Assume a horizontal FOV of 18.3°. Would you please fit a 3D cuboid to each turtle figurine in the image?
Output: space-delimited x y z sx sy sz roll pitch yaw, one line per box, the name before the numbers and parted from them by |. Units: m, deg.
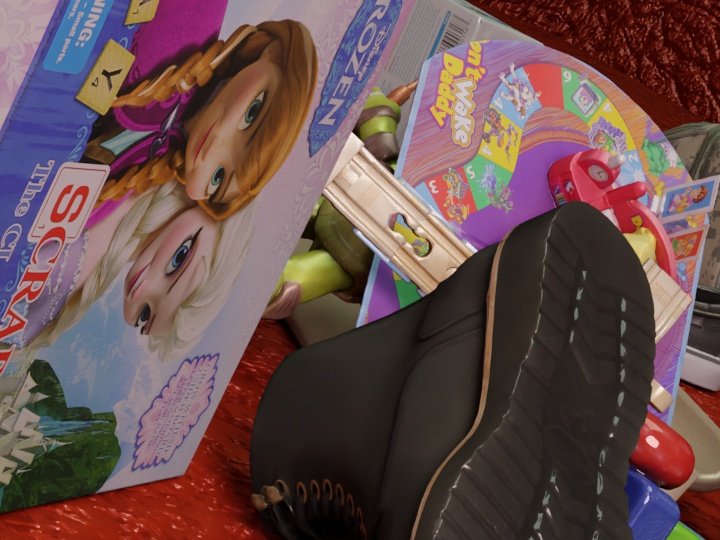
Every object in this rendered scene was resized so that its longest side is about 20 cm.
turtle figurine | 0.000 0.000 0.886 0.160 0.064 0.201 0 63 -21

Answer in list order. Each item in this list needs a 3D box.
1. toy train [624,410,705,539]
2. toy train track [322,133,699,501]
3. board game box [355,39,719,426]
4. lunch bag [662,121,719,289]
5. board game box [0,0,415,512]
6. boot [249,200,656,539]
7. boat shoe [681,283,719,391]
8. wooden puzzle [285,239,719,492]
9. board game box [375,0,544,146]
toy train | 0.067 0.083 0.771 0.116 0.085 0.200 37 -2 -29
toy train track | 0.050 0.017 0.819 0.200 0.115 0.033 44 -3 -9
board game box | 0.083 -0.001 0.879 0.157 0.201 0.039 29 -29 -27
lunch bag | 0.269 -0.018 1.534 0.199 0.140 0.167 19 -4 -32
board game box | -0.068 -0.027 0.627 0.041 0.201 0.199 31 13 20
boot | 0.009 0.082 0.663 0.078 0.138 0.201 48 40 -22
boat shoe | 0.134 0.006 1.295 0.199 0.057 0.069 24 11 -11
wooden puzzle | 0.054 0.042 1.024 0.199 0.037 0.185 17 14 -19
board game box | -0.011 -0.103 1.232 0.064 0.148 0.200 11 19 -49
